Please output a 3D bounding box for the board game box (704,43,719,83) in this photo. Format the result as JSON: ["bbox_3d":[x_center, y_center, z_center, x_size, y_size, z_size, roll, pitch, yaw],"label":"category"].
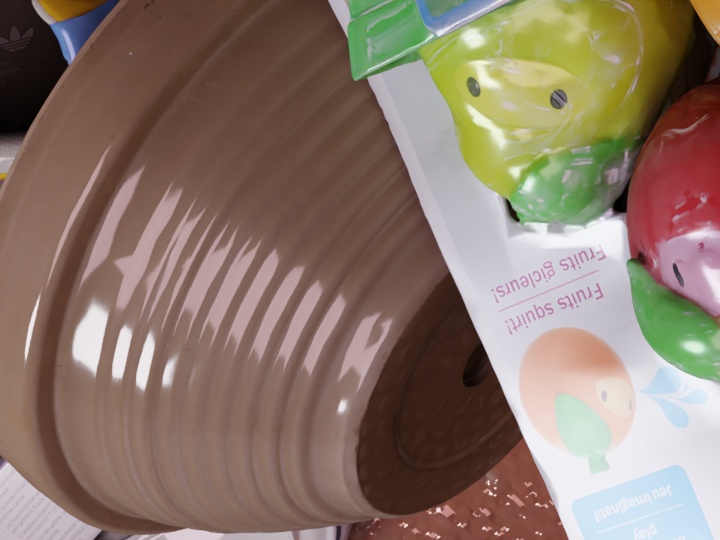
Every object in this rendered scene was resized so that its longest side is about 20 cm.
[{"bbox_3d":[0.132,-0.010,0.676,0.046,0.151,0.201,14,100,-26],"label":"board game box"}]

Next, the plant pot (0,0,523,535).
[{"bbox_3d":[0.000,0.000,0.727,0.093,0.200,0.202,37,129,30],"label":"plant pot"}]

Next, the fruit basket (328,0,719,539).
[{"bbox_3d":[0.078,-0.039,0.599,0.185,0.094,0.201,-23,85,38],"label":"fruit basket"}]

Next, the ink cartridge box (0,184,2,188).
[{"bbox_3d":[-0.169,-0.012,0.870,0.199,0.068,0.115,33,125,-2],"label":"ink cartridge box"}]

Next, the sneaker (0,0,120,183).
[{"bbox_3d":[-0.057,-0.065,0.728,0.199,0.090,0.075,-23,108,-10],"label":"sneaker"}]

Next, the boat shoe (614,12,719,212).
[{"bbox_3d":[0.106,-0.007,0.786,0.076,0.072,0.201,-12,116,-3],"label":"boat shoe"}]

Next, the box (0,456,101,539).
[{"bbox_3d":[-0.074,0.041,0.864,0.041,0.039,0.200,38,114,-9],"label":"box"}]

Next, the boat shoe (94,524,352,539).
[{"bbox_3d":[-0.081,0.122,0.914,0.200,0.070,0.071,-36,102,32],"label":"boat shoe"}]
